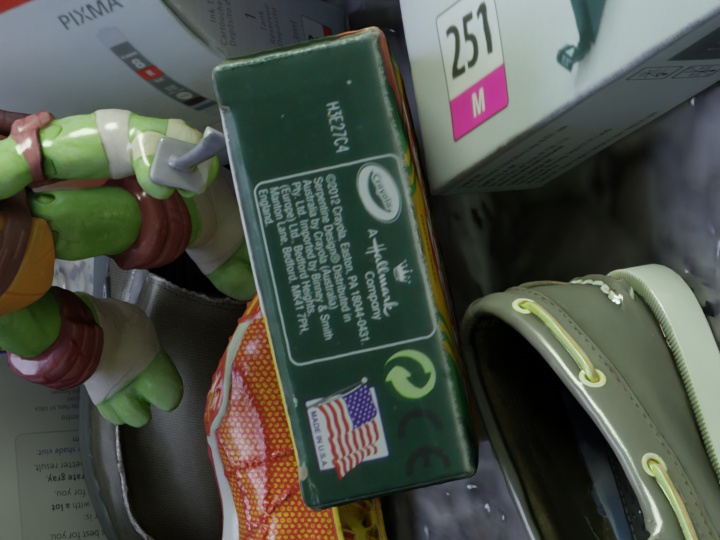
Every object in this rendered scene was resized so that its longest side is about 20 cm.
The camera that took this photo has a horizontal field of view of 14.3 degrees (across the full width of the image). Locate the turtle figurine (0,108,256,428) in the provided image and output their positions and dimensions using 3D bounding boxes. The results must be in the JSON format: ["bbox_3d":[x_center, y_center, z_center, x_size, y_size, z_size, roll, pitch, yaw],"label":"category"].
[{"bbox_3d":[-0.093,0.019,0.932,0.199,0.194,0.144,9,91,29],"label":"turtle figurine"}]

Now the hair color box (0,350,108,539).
[{"bbox_3d":[-0.108,0.131,1.135,0.065,0.109,0.201,-14,80,56],"label":"hair color box"}]

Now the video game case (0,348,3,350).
[{"bbox_3d":[-0.157,0.086,1.180,0.018,0.200,0.144,-8,85,28],"label":"video game case"}]

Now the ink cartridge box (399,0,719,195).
[{"bbox_3d":[0.063,-0.130,0.805,0.200,0.043,0.174,148,115,-63],"label":"ink cartridge box"}]

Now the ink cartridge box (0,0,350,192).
[{"bbox_3d":[-0.121,-0.069,0.974,0.162,0.200,0.050,-18,72,34],"label":"ink cartridge box"}]

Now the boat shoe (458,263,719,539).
[{"bbox_3d":[0.081,0.088,0.768,0.072,0.060,0.202,117,142,-49],"label":"boat shoe"}]

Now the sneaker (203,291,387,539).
[{"bbox_3d":[-0.014,0.092,0.999,0.077,0.073,0.201,8,98,33],"label":"sneaker"}]

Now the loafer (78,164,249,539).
[{"bbox_3d":[-0.066,0.025,1.076,0.070,0.075,0.201,150,114,-68],"label":"loafer"}]

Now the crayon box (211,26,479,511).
[{"bbox_3d":[0.000,0.000,0.872,0.200,0.051,0.127,-3,-99,-88],"label":"crayon box"}]
